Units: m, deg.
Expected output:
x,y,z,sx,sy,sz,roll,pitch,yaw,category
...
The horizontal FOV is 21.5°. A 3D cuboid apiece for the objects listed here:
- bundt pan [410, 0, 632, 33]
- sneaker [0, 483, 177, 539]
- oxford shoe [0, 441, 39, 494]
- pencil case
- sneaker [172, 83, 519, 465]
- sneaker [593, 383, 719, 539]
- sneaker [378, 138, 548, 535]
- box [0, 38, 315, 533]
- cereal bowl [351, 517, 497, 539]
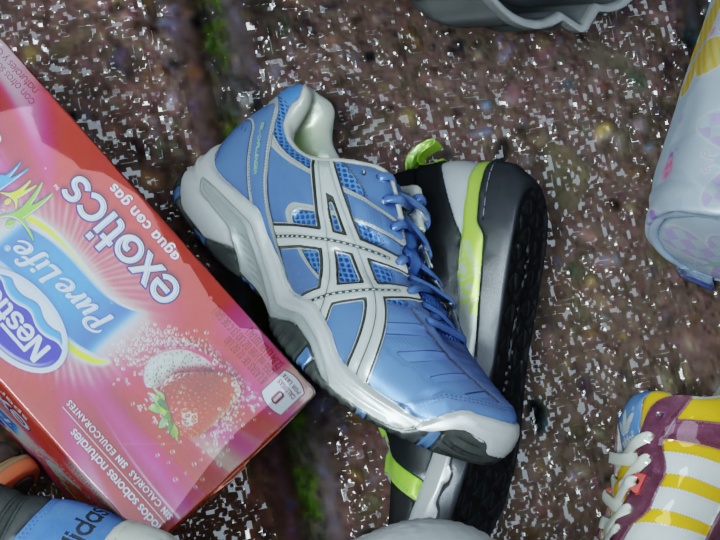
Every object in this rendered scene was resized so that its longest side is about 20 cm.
x,y,z,sx,sy,sz,roll,pitch,yaw,category
0.051,-0.201,0.864,0.201,0.076,0.203,6,80,-41,bundt pan
-0.143,0.172,0.740,0.111,0.077,0.201,18,115,11,sneaker
-0.227,0.103,0.760,0.199,0.071,0.073,-22,71,-23,oxford shoe
0.202,-0.090,0.900,0.090,0.083,0.201,20,73,-5,pencil case
0.000,0.000,0.790,0.077,0.076,0.200,-49,62,12,sneaker
0.130,0.107,0.846,0.200,0.075,0.090,-37,90,-27,sneaker
0.028,0.042,0.850,0.082,0.072,0.201,7,78,23,sneaker
-0.124,0.015,0.787,0.095,0.100,0.200,-42,90,-17,box
-0.021,0.167,0.732,0.200,0.200,0.083,-41,78,-19,cereal bowl
